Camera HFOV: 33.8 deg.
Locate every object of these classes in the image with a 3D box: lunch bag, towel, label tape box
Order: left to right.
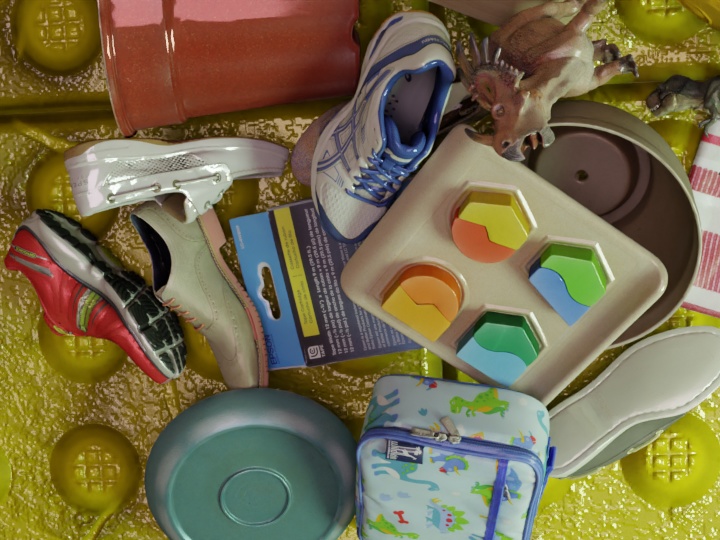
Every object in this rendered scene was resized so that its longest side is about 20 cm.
[{"bbox_3d":[0.000,0.000,1.030,0.199,0.066,0.144,-11,98,23],"label":"label tape box"},{"bbox_3d":[0.077,0.175,0.996,0.159,0.083,0.201,9,139,5],"label":"lunch bag"},{"bbox_3d":[0.348,-0.050,1.016,0.143,0.023,0.202,17,100,3],"label":"towel"}]

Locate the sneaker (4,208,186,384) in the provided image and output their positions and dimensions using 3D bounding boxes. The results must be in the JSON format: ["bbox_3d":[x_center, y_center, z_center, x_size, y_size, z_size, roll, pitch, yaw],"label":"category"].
[{"bbox_3d":[-0.238,0.034,1.064,0.200,0.077,0.085,44,105,8],"label":"sneaker"}]

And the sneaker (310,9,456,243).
[{"bbox_3d":[0.014,-0.097,0.906,0.075,0.088,0.201,10,121,-17],"label":"sneaker"}]

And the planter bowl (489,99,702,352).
[{"bbox_3d":[0.175,-0.054,0.959,0.199,0.135,0.202,8,122,13],"label":"planter bowl"}]

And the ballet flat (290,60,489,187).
[{"bbox_3d":[0.026,-0.128,1.011,0.199,0.067,0.068,-27,95,9],"label":"ballet flat"}]

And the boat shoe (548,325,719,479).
[{"bbox_3d":[0.237,0.117,1.033,0.201,0.060,0.072,-33,63,8],"label":"boat shoe"}]

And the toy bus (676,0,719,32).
[{"bbox_3d":[0.301,-0.298,0.940,0.191,0.136,0.201,35,99,16],"label":"toy bus"}]

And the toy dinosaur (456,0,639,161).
[{"bbox_3d":[0.126,-0.157,0.879,0.135,0.200,0.086,-23,107,5],"label":"toy dinosaur"}]

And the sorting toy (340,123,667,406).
[{"bbox_3d":[0.105,0.010,0.916,0.199,0.037,0.185,35,125,-6],"label":"sorting toy"}]

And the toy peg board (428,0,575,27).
[{"bbox_3d":[0.122,-0.294,0.881,0.199,0.199,0.098,-43,50,38],"label":"toy peg board"}]

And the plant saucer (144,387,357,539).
[{"bbox_3d":[-0.093,0.197,1.058,0.198,0.027,0.202,-3,117,-5],"label":"plant saucer"}]

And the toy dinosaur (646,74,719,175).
[{"bbox_3d":[0.332,-0.124,0.964,0.198,0.047,0.089,-3,92,23],"label":"toy dinosaur"}]

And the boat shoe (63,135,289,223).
[{"bbox_3d":[-0.149,-0.073,0.994,0.199,0.071,0.070,-6,85,-31],"label":"boat shoe"}]

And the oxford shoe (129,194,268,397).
[{"bbox_3d":[-0.144,0.028,1.037,0.071,0.074,0.201,-26,87,53],"label":"oxford shoe"}]

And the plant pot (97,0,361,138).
[{"bbox_3d":[-0.099,-0.212,0.955,0.193,0.201,0.203,-3,99,-2],"label":"plant pot"}]
